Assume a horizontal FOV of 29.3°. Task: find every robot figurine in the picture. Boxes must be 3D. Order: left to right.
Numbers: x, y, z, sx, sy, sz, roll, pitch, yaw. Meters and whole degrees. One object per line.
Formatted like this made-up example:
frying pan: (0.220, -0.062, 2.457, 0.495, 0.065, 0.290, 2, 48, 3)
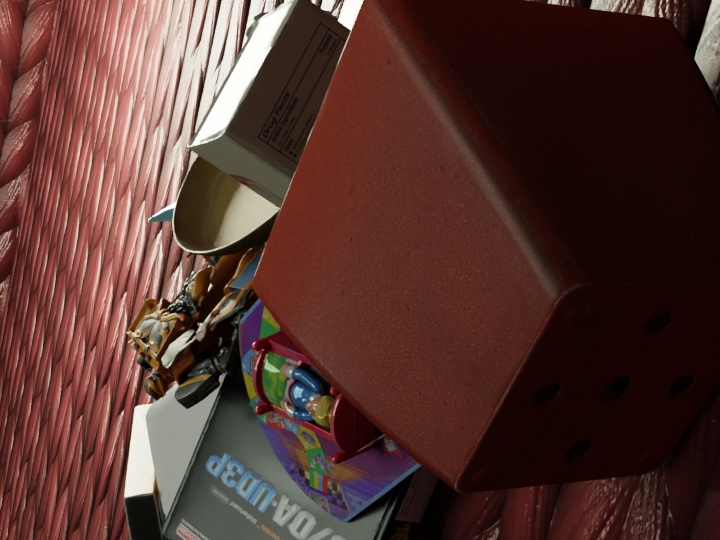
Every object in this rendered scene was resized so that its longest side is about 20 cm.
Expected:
robot figurine: (-0.103, 0.012, 1.053, 0.201, 0.058, 0.145, -51, 30, -8)

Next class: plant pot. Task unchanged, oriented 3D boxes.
plant pot: (-0.063, -0.088, 1.029, 0.199, 0.027, 0.201, -35, 32, 26)
plant pot: (0.087, -0.003, 0.695, 0.177, 0.198, 0.201, 61, 139, 40)

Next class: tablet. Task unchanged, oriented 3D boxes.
tablet: (-0.101, 0.112, 1.109, 0.200, 0.014, 0.131, -41, 48, 26)

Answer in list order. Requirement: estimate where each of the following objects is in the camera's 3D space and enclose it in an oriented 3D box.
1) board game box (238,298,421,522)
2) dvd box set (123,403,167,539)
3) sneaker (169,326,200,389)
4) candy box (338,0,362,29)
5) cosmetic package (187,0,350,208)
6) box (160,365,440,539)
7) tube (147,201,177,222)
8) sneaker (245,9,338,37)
board game box: (-0.030, 0.078, 0.893, 0.159, 0.039, 0.200, 59, 138, 13)
dvd box set: (-0.184, 0.225, 1.245, 0.200, 0.029, 0.148, -111, 14, -73)
sneaker: (-0.132, 0.145, 1.340, 0.087, 0.073, 0.203, -36, 57, 52)
candy box: (0.025, -0.123, 1.040, 0.201, 0.060, 0.137, -111, 36, -49)
cosmetic package: (0.005, -0.068, 0.861, 0.104, 0.199, 0.087, -60, 20, -13)
box: (-0.046, 0.168, 1.001, 0.199, 0.046, 0.161, 28, 97, 42)
tube: (-0.110, -0.063, 1.218, 0.200, 0.076, 0.051, -27, -76, -69)
sneaker: (-0.069, -0.135, 1.227, 0.076, 0.091, 0.203, 163, 108, -64)
